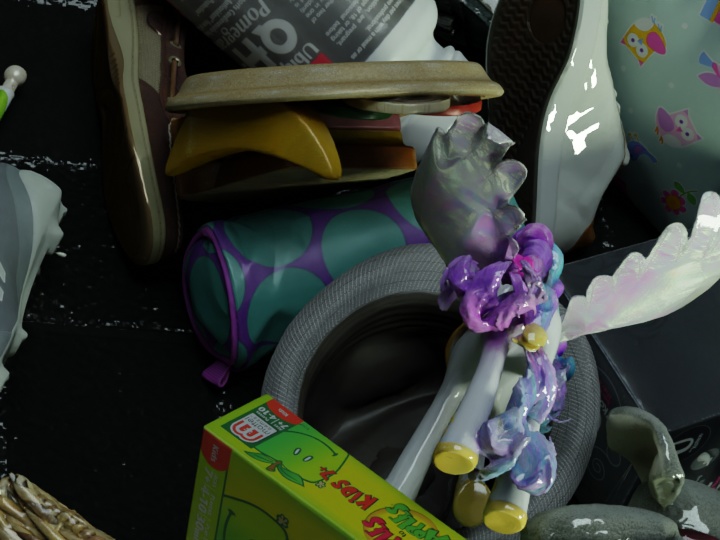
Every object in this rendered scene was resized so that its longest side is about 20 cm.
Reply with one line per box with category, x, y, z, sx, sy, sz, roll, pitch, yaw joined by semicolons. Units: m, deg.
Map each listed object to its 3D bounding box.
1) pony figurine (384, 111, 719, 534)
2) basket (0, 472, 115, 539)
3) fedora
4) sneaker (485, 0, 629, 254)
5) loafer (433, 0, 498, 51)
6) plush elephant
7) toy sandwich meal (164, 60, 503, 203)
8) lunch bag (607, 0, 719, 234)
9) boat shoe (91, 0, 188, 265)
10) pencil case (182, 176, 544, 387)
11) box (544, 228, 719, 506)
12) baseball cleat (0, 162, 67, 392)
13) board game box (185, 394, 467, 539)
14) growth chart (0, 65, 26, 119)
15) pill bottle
pony figurine;0.076;0.028;1.375;0.166;0.193;0.200;25;58;-10
basket;-0.127;0.216;1.351;0.200;0.149;0.143;35;82;11
fedora;0.031;0.092;1.486;0.177;0.090;0.200;25;54;4
sneaker;0.123;-0.106;1.635;0.085;0.200;0.073;-4;19;-42
loafer;0.021;-0.189;1.742;0.063;0.072;0.200;-40;63;-18
plush elephant;0.150;0.164;1.410;0.165;0.200;0.155;55;7;-11
toy sandwich meal;-0.019;-0.074;1.503;0.205;0.205;0.070;-3;92;-21
lunch bag;0.210;-0.135;1.662;0.122;0.200;0.170;-28;63;-34
boat shoe;-0.112;-0.086;1.602;0.072;0.072;0.200;2;45;-15
pencil case;0.000;0.000;1.556;0.200;0.093;0.085;-11;20;-25
box;0.202;0.050;1.568;0.200;0.106;0.122;-16;59;-29
baseball cleat;-0.223;0.010;1.483;0.106;0.070;0.200;26;37;-11
board game box;0.002;0.158;1.340;0.200;0.102;0.048;34;40;30
growth chart;-0.306;-0.094;1.577;0.200;0.018;0.145;18;49;-3
pill bottle;-0.025;-0.152;1.635;0.200;0.111;0.111;42;48;-9
